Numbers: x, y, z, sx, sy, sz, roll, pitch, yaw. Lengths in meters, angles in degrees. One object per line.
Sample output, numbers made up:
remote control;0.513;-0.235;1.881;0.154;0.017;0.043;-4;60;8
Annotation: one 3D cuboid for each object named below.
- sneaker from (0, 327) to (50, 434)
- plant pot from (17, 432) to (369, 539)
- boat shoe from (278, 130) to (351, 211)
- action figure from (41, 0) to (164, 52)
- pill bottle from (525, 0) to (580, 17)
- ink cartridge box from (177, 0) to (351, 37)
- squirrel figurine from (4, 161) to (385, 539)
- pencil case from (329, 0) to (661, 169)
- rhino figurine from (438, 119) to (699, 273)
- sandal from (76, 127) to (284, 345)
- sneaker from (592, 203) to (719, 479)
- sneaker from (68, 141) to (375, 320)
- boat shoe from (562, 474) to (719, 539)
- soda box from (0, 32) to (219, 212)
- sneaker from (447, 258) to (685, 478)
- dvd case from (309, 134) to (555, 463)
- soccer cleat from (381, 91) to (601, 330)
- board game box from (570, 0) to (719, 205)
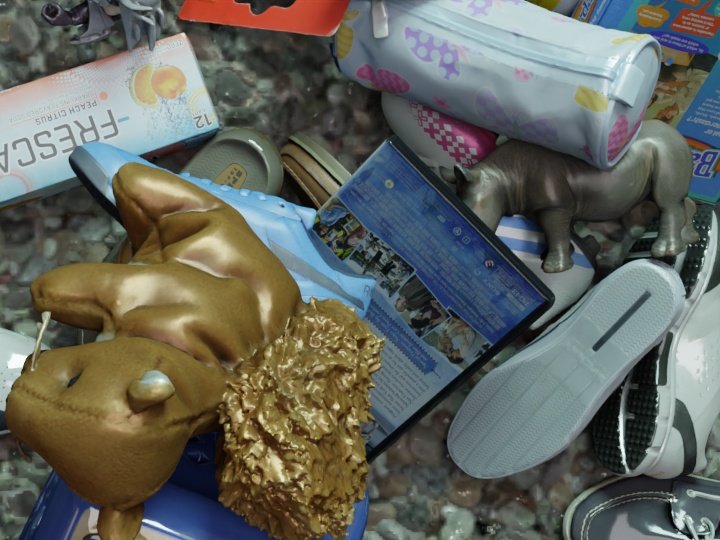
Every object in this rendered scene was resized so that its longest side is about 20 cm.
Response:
sneaker;-0.281;0.064;0.716;0.199;0.130;0.080;14;87;-10
plant pot;-0.113;0.198;0.706;0.200;0.180;0.200;24;93;-7
boat shoe;0.000;0.000;0.796;0.068;0.072;0.200;-39;90;-2
action figure;-0.180;-0.206;0.724;0.069;0.130;0.200;-26;55;-32
pill bottle;0.110;-0.236;0.800;0.200;0.114;0.114;28;84;-8
ink cartridge box;-0.046;-0.253;0.755;0.050;0.162;0.200;31;80;-47
squirrel figurine;-0.079;0.059;0.607;0.200;0.187;0.142;22;109;-3
pencil case;0.081;-0.131;0.729;0.200;0.091;0.083;24;71;22
rhino figurine;0.124;-0.046;0.761;0.200;0.060;0.088;-8;100;-8
sandal;-0.120;-0.004;0.772;0.082;0.055;0.200;39;98;-2
sneaker;0.224;0.052;0.845;0.080;0.074;0.200;19;85;-32
sneaker;-0.081;-0.025;0.724;0.200;0.066;0.078;37;81;-6
boat shoe;0.245;0.181;0.839;0.200;0.063;0.073;3;88;-10
soda box;-0.195;-0.087;0.768;0.200;0.064;0.068;-20;93;-9
sneaker;0.145;0.070;0.814;0.200;0.071;0.073;-42;78;18
dvd case;0.006;0.030;0.762;0.143;0.018;0.200;44;117;-3
soccer cleat;0.075;-0.043;0.811;0.200;0.070;0.086;44;82;-7
board game box;0.210;-0.140;0.768;0.152;0.200;0.045;13;45;-13
